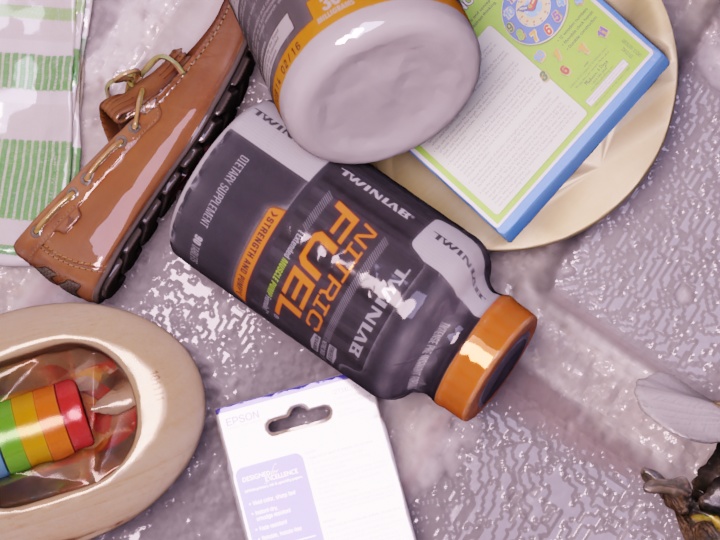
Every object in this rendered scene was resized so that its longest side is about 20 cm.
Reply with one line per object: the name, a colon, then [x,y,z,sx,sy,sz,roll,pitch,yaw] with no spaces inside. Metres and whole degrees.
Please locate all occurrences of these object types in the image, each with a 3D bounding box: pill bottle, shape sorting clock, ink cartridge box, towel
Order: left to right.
towel: [-0.234,-0.103,1.458,0.151,0.023,0.202,2,84,3]
pill bottle: [-0.018,-0.166,1.382,0.116,0.117,0.201,-24,55,-1]
ink cartridge box: [-0.014,0.164,1.414,0.094,0.037,0.201,-15,86,0]
pill bottle: [0.000,0.000,1.387,0.199,0.106,0.107,34,85,12]
shape sorting clock: [0.083,-0.111,1.434,0.198,0.039,0.202,-1,86,8]

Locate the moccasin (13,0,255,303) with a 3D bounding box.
moccasin: [-0.125,-0.079,1.424,0.077,0.074,0.202,33,81,5]

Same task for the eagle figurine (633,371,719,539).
eagle figurine: [0.258,0.093,1.374,0.199,0.151,0.152,-32,73,8]

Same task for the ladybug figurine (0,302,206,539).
ladybug figurine: [-0.183,0.092,1.408,0.199,0.072,0.137,-14,84,-1]
